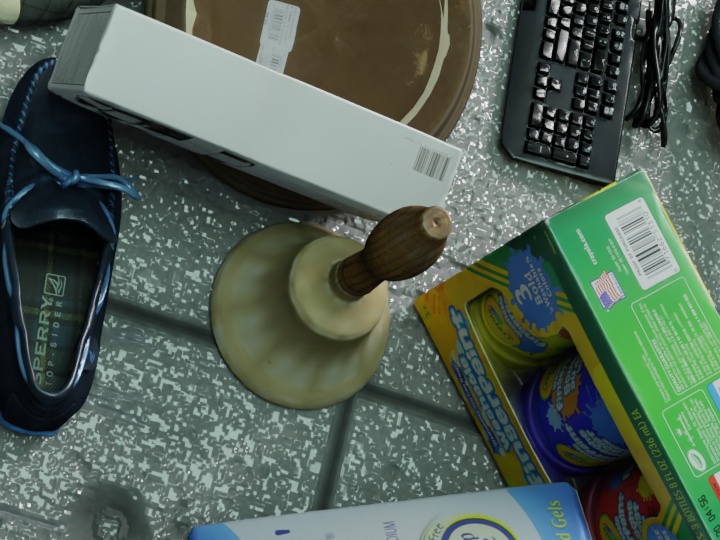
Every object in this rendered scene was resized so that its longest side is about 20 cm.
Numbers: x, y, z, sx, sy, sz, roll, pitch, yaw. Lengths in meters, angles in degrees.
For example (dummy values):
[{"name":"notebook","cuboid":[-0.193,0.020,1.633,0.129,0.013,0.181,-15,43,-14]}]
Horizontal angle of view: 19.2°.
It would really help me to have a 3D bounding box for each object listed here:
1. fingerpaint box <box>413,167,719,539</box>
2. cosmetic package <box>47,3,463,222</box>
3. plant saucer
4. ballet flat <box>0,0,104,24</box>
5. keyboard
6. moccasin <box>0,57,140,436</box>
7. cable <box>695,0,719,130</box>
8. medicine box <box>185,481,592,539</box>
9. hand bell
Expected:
[{"name":"fingerpaint box","cuboid":[0.130,0.071,1.118,0.073,0.167,0.201,-26,87,-26]},{"name":"cosmetic package","cuboid":[-0.054,-0.076,1.091,0.199,0.082,0.051,21,90,-21]},{"name":"plant saucer","cuboid":[-0.020,-0.132,1.158,0.198,0.029,0.202,-2,96,-21]},{"name":"ballet flat","cuboid":[-0.128,-0.185,1.148,0.199,0.057,0.067,-24,84,-25]},{"name":"keyboard","cuboid":[0.147,-0.149,1.254,0.103,0.040,0.202,15,72,-16]},{"name":"moccasin","cuboid":[-0.148,-0.017,1.089,0.080,0.068,0.202,3,73,-20]},{"name":"cable","cuboid":[0.282,-0.115,1.231,0.051,0.162,0.201,30,35,-58]},{"name":"medicine box","cuboid":[0.024,0.212,1.017,0.198,0.103,0.183,-6,47,-10]},{"name":"hand bell","cuboid":[0.000,0.000,1.069,0.103,0.200,0.105,5,74,-19]}]
